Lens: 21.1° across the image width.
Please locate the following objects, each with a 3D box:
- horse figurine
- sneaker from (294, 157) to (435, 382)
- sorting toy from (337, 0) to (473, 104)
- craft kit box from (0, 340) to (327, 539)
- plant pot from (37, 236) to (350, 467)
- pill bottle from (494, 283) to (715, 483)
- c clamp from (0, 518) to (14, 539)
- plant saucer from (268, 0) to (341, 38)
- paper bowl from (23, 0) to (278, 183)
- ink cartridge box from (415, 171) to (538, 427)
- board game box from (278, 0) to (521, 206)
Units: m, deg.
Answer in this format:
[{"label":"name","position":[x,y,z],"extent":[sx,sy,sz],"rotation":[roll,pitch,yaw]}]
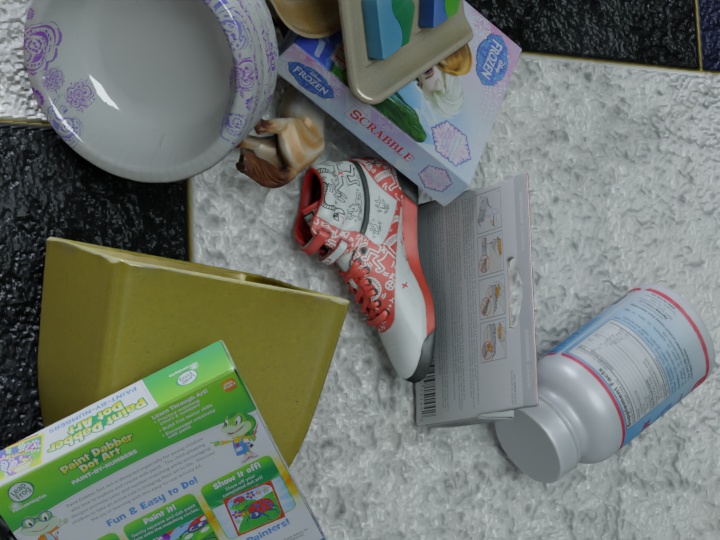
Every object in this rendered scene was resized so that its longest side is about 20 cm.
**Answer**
[{"label":"horse figurine","position":[-0.061,-0.143,1.676],"extent":[0.133,0.050,0.200],"rotation":[41,55,-31]},{"label":"sneaker","position":[0.000,0.000,1.679],"extent":[0.108,0.067,0.202],"rotation":[0,77,-26]},{"label":"sorting toy","position":[0.038,-0.262,1.634],"extent":[0.185,0.036,0.200],"rotation":[-38,125,-47]},{"label":"craft kit box","position":[-0.149,0.175,1.431],"extent":[0.200,0.049,0.198],"rotation":[-26,128,-3]},{"label":"plant pot","position":[-0.150,0.094,1.522],"extent":[0.194,0.195,0.200],"rotation":[11,92,-26]},{"label":"pill bottle","position":[0.219,0.105,1.749],"extent":[0.200,0.109,0.109],"rotation":[-34,97,-28]},{"label":"c clamp","position":[-0.340,0.174,1.489],"extent":[0.200,0.027,0.171],"rotation":[44,55,-17]},{"label":"plant saucer","position":[-0.038,-0.293,1.591],"extent":[0.200,0.035,0.200],"rotation":[-32,129,-50]},{"label":"paper bowl","position":[-0.163,-0.180,1.564],"extent":[0.201,0.201,0.104],"rotation":[52,29,-10]},{"label":"ink cartridge box","position":[0.110,0.029,1.666],"extent":[0.045,0.176,0.200],"rotation":[5,79,-33]},{"label":"board game box","position":[0.037,-0.188,1.707],"extent":[0.199,0.041,0.200],"rotation":[37,46,-16]}]
